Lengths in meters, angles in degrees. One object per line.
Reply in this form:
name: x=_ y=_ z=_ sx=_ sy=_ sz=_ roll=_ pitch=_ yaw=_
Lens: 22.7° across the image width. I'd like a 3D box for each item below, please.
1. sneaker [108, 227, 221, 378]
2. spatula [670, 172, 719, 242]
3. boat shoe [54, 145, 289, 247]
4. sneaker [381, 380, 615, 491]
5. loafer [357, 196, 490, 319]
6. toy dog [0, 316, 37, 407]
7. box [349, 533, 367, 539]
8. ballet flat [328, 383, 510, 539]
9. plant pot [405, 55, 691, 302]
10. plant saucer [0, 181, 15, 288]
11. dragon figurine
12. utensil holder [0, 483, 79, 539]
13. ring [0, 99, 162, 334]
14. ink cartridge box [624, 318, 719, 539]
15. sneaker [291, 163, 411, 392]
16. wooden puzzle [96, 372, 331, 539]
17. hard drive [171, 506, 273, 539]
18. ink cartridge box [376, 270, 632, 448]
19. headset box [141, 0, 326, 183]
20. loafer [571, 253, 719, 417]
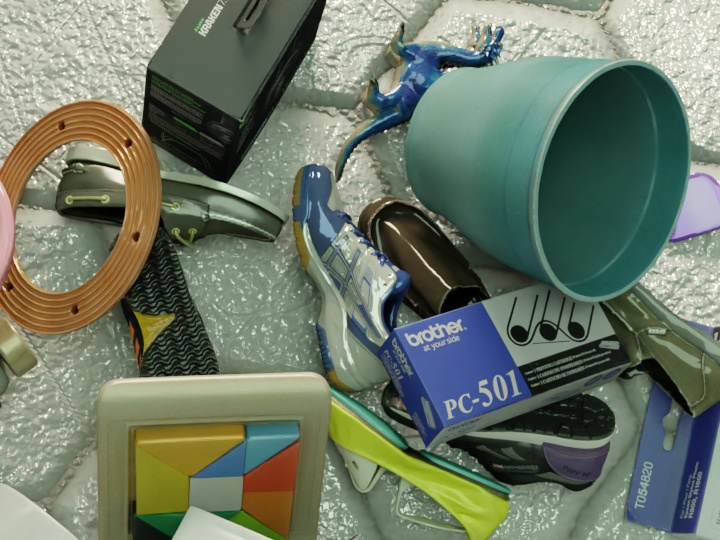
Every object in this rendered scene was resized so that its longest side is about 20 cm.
sneaker: x=-0.158 y=0.063 z=1.504 sx=0.070 sy=0.090 sz=0.201 roll=-16 pitch=78 yaw=-3
spatula: x=0.238 y=-0.039 z=1.625 sx=0.199 sy=0.021 sz=0.057 roll=-17 pitch=81 yaw=-12
boat shoe: x=-0.163 y=-0.052 z=1.543 sx=0.201 sy=0.072 sz=0.061 roll=15 pitch=74 yaw=2
sneaker: x=0.112 y=0.147 z=1.530 sx=0.199 sy=0.088 sz=0.076 roll=11 pitch=36 yaw=5
loafer: x=0.076 y=0.012 z=1.562 sx=0.073 sy=0.071 sz=0.200 roll=-39 pitch=85 yaw=-15
toy dog: x=-0.346 y=0.049 z=1.494 sx=0.131 sy=0.096 sz=0.201 roll=-17 pitch=65 yaw=-9
box: x=-0.045 y=0.324 z=1.437 sx=0.200 sy=0.132 sz=0.115 roll=-40 pitch=83 yaw=-15
ballet flat: x=0.033 y=0.170 z=1.525 sx=0.199 sy=0.067 sz=0.067 roll=30 pitch=91 yaw=-2
plant pot: x=0.145 y=-0.094 z=1.520 sx=0.199 sy=0.187 sz=0.201 roll=-17 pitch=115 yaw=-40
plant saucer: x=-0.376 y=-0.016 z=1.444 sx=0.199 sy=0.051 sz=0.202 roll=0 pitch=63 yaw=0
dragon figurine: x=0.056 y=-0.155 z=1.606 sx=0.099 sy=0.059 sz=0.201 roll=28 pitch=73 yaw=-1
utensil holder: x=-0.289 y=0.293 z=1.392 sx=0.170 sy=0.170 sz=0.200 roll=41 pitch=71 yaw=2
ring: x=-0.240 y=-0.044 z=1.498 sx=0.200 sy=0.019 sz=0.202 roll=-10 pitch=73 yaw=34
ink cartridge box: x=0.351 y=0.153 z=1.586 sx=0.199 sy=0.041 sz=0.201 roll=16 pitch=75 yaw=-5
sneaker: x=0.000 y=0.000 z=1.540 sx=0.088 sy=0.075 sz=0.201 roll=-16 pitch=85 yaw=16
wooden puzzle: x=-0.120 y=0.170 z=1.447 sx=0.184 sy=0.201 sz=0.037 roll=-1 pitch=39 yaw=-9
hard drive: x=-0.118 y=0.292 z=1.362 sx=0.131 sy=0.026 sz=0.201 roll=20 pitch=65 yaw=18
ink cartridge box: x=0.121 y=0.072 z=1.489 sx=0.199 sy=0.044 sz=0.094 roll=-17 pitch=68 yaw=-31
headset box: x=-0.103 y=-0.191 z=1.518 sx=0.092 sy=0.200 sz=0.175 roll=30 pitch=73 yaw=0
loafer: x=0.238 y=0.057 z=1.565 sx=0.200 sy=0.075 sz=0.070 roll=35 pitch=79 yaw=17
